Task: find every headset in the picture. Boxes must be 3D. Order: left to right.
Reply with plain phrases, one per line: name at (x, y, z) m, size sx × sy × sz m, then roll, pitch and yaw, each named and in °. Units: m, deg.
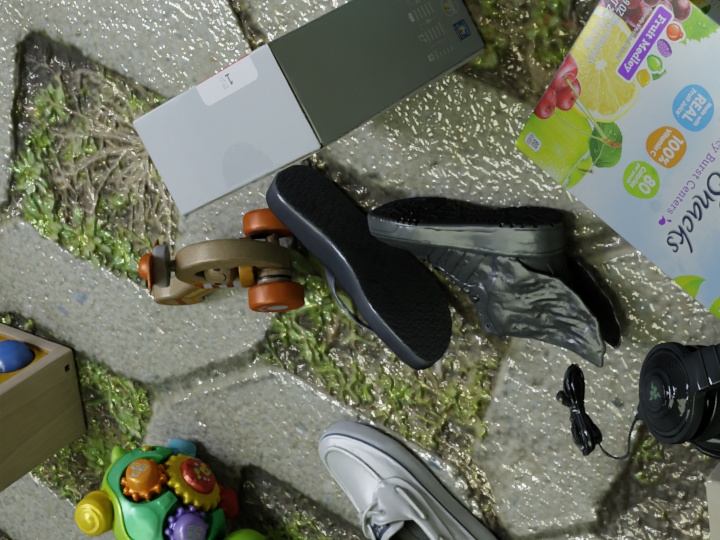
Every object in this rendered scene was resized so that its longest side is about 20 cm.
headset at (0.226, 0.075, 1.065) m, size 0.199 × 0.123 × 0.095 m, roll -27°, pitch 61°, yaw 31°

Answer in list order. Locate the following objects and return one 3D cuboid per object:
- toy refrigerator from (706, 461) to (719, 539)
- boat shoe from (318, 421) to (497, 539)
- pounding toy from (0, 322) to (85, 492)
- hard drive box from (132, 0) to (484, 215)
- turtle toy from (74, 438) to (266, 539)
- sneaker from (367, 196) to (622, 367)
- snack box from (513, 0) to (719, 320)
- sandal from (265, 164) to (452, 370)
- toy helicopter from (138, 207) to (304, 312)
toy refrigerator at (0.339, 0.169, 1.055) m, size 0.198 × 0.076 × 0.071 m, roll 8°, pitch 120°, yaw 36°
boat shoe at (0.034, 0.207, 1.339) m, size 0.199 × 0.065 × 0.074 m, roll 36°, pitch 133°, yaw 18°
pounding toy at (-0.417, 0.119, 1.583) m, size 0.198 × 0.184 × 0.144 m, roll 16°, pitch 124°, yaw 33°
hard drive box at (-0.033, -0.129, 1.104) m, size 0.155 × 0.200 × 0.077 m, roll -21°, pitch 101°, yaw 44°
turtle toy at (-0.163, 0.238, 1.488) m, size 0.200 × 0.146 × 0.101 m, roll 47°, pitch 114°, yaw 7°
sneaker at (0.095, 0.007, 1.175) m, size 0.198 × 0.060 × 0.105 m, roll 5°, pitch 114°, yaw 33°
snack box at (0.220, -0.087, 1.011) m, size 0.200 × 0.068 × 0.169 m, roll 40°, pitch 133°, yaw 12°
sandal at (0.000, 0.000, 1.247) m, size 0.201 × 0.076 × 0.043 m, roll 50°, pitch 135°, yaw 20°
toy helicopter at (-0.137, 0.005, 1.335) m, size 0.200 × 0.131 × 0.080 m, roll -25°, pitch 68°, yaw 62°
